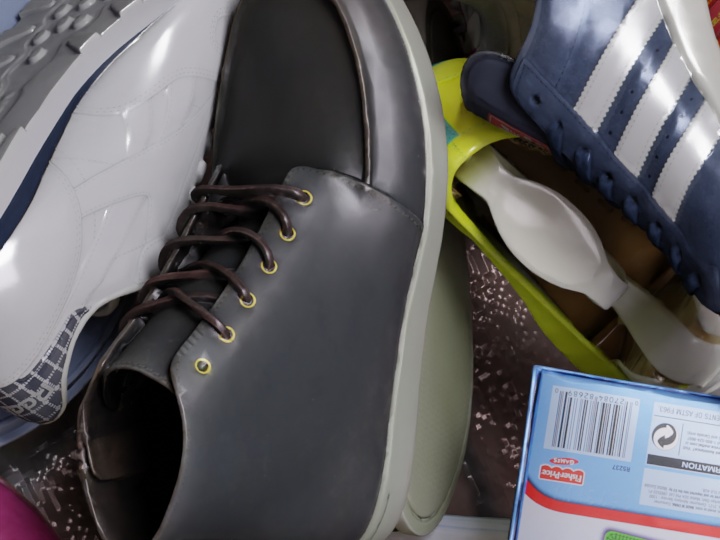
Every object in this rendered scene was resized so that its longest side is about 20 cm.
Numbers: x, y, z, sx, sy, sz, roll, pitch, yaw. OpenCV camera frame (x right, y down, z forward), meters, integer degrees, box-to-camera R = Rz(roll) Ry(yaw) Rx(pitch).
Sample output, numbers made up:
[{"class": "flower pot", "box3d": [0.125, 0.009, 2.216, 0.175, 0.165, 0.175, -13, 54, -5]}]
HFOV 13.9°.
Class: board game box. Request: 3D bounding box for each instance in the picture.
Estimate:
[{"class": "board game box", "box3d": [0.113, 0.141, 0.934, 0.150, 0.037, 0.201, 9, 81, 4]}]

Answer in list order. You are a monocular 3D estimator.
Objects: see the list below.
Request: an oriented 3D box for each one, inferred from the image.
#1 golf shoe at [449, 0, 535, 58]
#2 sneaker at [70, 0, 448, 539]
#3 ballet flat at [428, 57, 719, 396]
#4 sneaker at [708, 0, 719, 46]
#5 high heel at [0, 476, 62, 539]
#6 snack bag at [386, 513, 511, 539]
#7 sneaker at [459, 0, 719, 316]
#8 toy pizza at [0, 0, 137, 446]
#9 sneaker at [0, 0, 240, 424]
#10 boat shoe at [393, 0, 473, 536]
[{"class": "golf shoe", "box3d": [0.070, -0.099, 1.021, 0.091, 0.076, 0.200, -19, 141, 6]}, {"class": "sneaker", "box3d": [-0.033, -0.007, 0.928, 0.106, 0.075, 0.201, 1, 88, -49]}, {"class": "ballet flat", "box3d": [0.087, 0.004, 1.005, 0.200, 0.067, 0.067, 39, 99, -27]}, {"class": "sneaker", "box3d": [0.188, -0.150, 1.154, 0.200, 0.077, 0.073, -35, 86, -37]}, {"class": "high heel", "box3d": [-0.180, 0.091, 0.949, 0.199, 0.067, 0.096, 31, 46, -12]}, {"class": "snack bag", "box3d": [0.021, 0.176, 1.008, 0.021, 0.188, 0.201, 0, 91, -55]}, {"class": "sneaker", "box3d": [0.080, -0.043, 0.930, 0.084, 0.075, 0.201, -20, 82, 1]}, {"class": "toy pizza", "box3d": [-0.162, -0.032, 0.972, 0.199, 0.032, 0.201, 11, 68, -28]}, {"class": "sneaker", "box3d": [-0.082, -0.043, 0.972, 0.081, 0.076, 0.200, 49, 58, -24]}, {"class": "boat shoe", "box3d": [-0.001, -0.001, 1.027, 0.075, 0.066, 0.200, 45, 42, -61]}]
